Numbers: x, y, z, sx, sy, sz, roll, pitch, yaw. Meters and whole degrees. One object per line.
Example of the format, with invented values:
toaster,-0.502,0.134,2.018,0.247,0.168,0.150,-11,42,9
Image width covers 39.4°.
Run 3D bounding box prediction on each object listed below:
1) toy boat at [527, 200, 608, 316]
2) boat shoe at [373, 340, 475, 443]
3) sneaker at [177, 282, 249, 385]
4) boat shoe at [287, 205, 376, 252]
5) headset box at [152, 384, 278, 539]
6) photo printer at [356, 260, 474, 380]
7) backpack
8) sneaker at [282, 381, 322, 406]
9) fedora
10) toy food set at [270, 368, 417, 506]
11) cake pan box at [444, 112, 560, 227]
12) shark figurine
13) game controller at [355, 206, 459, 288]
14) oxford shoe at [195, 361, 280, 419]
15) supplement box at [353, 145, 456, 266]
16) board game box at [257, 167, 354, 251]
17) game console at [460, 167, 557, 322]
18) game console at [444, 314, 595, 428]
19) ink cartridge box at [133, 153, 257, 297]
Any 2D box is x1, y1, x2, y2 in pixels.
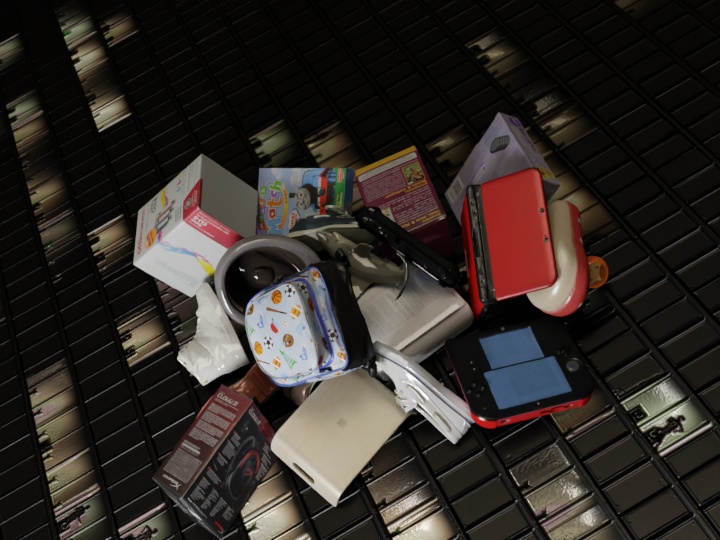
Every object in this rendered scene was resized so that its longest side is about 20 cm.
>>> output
toy boat,0.341,-0.010,1.623,0.129,0.132,0.202,20,39,-9
boat shoe,0.086,0.189,1.551,0.199,0.074,0.067,35,79,14
sneaker,-0.285,0.114,1.797,0.114,0.074,0.201,-28,49,-6
boat shoe,-0.046,-0.075,1.768,0.198,0.075,0.063,-11,52,43
headset box,-0.211,0.290,1.571,0.074,0.150,0.201,20,63,33
photo printer,0.068,0.082,1.680,0.199,0.070,0.167,-35,47,-7
backpack,-0.091,0.093,1.561,0.189,0.152,0.204,-25,77,44
sneaker,-0.053,0.135,1.662,0.075,0.070,0.203,29,97,22
fedora,-0.161,0.017,1.794,0.196,0.181,0.090,1,13,-6
toy food set,-0.026,0.251,1.590,0.143,0.061,0.200,37,73,21
cake pan box,0.235,-0.135,1.723,0.201,0.052,0.186,-57,37,31
shark figurine,0.019,0.011,1.677,0.213,0.128,0.091,25,83,40
game controller,0.080,-0.040,1.653,0.199,0.104,0.042,36,97,4
oxford shoe,-0.192,0.216,1.689,0.199,0.074,0.071,-37,82,9
supplement box,0.079,-0.106,1.807,0.129,0.104,0.202,-21,47,4
board game box,-0.106,-0.113,1.870,0.197,0.036,0.155,3,89,32
game console,0.235,-0.038,1.630,0.116,0.173,0.204,-4,69,-2
game console,0.245,0.151,1.549,0.196,0.031,0.179,-12,48,-7
ink cartridge box,-0.307,-0.080,1.870,0.199,0.144,0.147,-36,40,30
